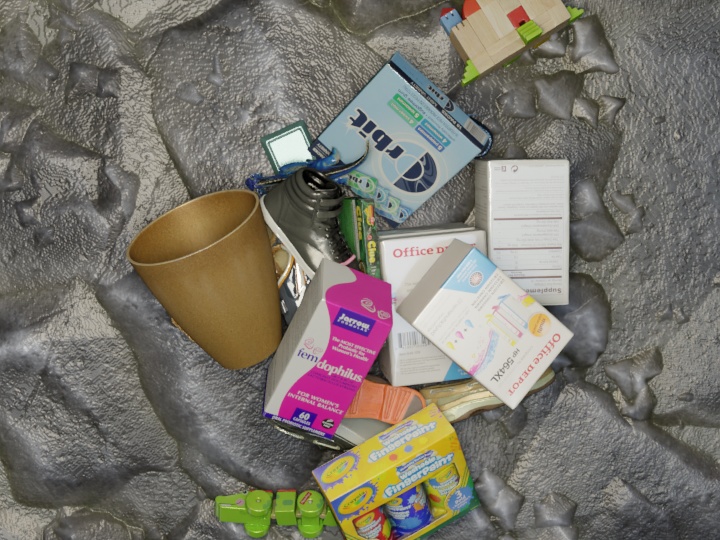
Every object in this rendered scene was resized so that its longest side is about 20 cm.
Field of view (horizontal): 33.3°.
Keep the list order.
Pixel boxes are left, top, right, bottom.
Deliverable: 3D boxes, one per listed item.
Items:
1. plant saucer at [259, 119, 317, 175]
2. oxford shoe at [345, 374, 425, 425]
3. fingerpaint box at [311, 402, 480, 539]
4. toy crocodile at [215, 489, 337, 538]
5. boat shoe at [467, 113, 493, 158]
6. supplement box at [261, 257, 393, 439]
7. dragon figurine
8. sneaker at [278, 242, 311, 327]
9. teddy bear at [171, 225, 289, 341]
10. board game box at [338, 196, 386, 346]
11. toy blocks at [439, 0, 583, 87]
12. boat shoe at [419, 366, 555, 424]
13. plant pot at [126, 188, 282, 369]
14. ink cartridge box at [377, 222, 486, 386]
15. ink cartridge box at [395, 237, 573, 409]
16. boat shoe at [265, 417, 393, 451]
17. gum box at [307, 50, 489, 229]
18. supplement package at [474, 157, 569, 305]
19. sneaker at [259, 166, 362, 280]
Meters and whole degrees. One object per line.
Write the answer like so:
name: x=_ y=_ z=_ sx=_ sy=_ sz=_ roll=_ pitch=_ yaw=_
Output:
plant saucer: x=-0.072 y=-0.109 z=1.713 sx=0.070 sy=0.019 sz=0.201 roll=-24 pitch=97 yaw=-1
oxford shoe: x=-0.008 y=0.176 z=1.723 sx=0.199 sy=0.073 sz=0.072 roll=19 pitch=91 yaw=-6
fingerpaint box: x=0.054 y=0.308 z=1.697 sx=0.199 sy=0.073 sz=0.167 roll=-27 pitch=128 yaw=-9
toy crocodile: x=-0.112 y=0.344 z=1.745 sx=0.199 sy=0.062 sz=0.068 roll=1 pitch=132 yaw=1
boat shoe: x=0.091 y=-0.197 z=1.689 sx=0.199 sy=0.069 sz=0.085 roll=11 pitch=96 yaw=-5
supplement box: x=-0.043 y=0.101 z=1.550 sx=0.101 sy=0.104 sz=0.201 roll=20 pitch=118 yaw=-12
dragon figurine: x=-0.071 y=-0.124 z=1.634 sx=0.099 sy=0.199 sz=0.059 roll=-27 pitch=104 yaw=-43
sneaker: x=-0.076 y=0.052 z=1.663 sx=0.079 sy=0.078 sz=0.201 roll=1 pitch=90 yaw=9
teddy bear: x=-0.182 y=0.015 z=1.703 sx=0.145 sy=0.067 sz=0.201 roll=34 pitch=86 yaw=-12
board game box: x=0.000 y=0.000 z=1.651 sx=0.023 sy=0.105 sz=0.201 roll=-7 pitch=98 yaw=-18
toy blocks: x=0.191 y=-0.364 z=1.675 sx=0.199 sy=0.100 sz=0.137 roll=-32 pitch=87 yaw=-1
boat shoe: x=0.181 y=0.163 z=1.743 sx=0.199 sy=0.072 sz=0.077 roll=-20 pitch=86 yaw=-2
plant pot: x=-0.183 y=0.025 z=1.590 sx=0.185 sy=0.187 sz=0.201 roll=-23 pitch=114 yaw=-1
ink cartridge box: x=0.096 y=0.042 z=1.677 sx=0.146 sy=0.146 sz=0.201 roll=-6 pitch=97 yaw=-7
ink cartridge box: x=0.167 y=0.074 z=1.552 sx=0.200 sy=0.125 sz=0.129 roll=40 pitch=89 yaw=-10
boat shoe: x=-0.039 y=0.225 z=1.737 sx=0.199 sy=0.071 sz=0.064 roll=23 pitch=127 yaw=-15
gum box: x=0.049 y=-0.174 z=1.644 sx=0.170 sy=0.045 sz=0.200 roll=41 pitch=132 yaw=-8
supplement package: x=0.225 y=-0.057 z=1.692 sx=0.117 sy=0.117 sz=0.201 roll=-1 pitch=97 yaw=-4
sneaker: x=-0.041 y=-0.050 z=1.572 sx=0.200 sy=0.071 sz=0.099 roll=48 pitch=125 yaw=5
